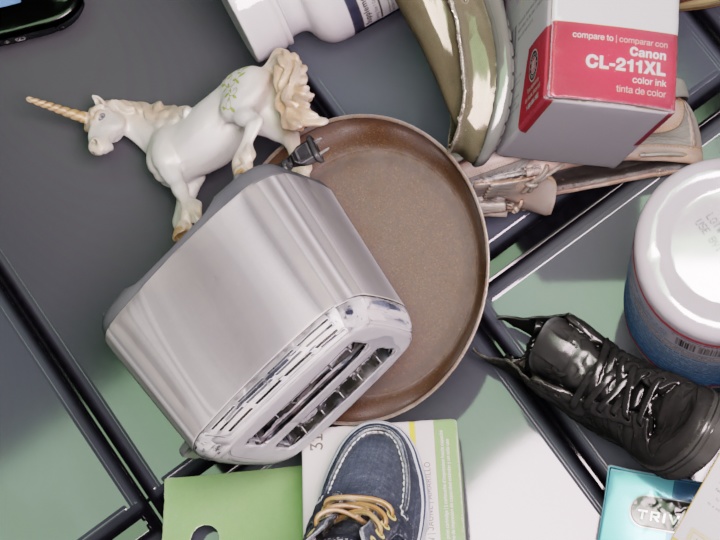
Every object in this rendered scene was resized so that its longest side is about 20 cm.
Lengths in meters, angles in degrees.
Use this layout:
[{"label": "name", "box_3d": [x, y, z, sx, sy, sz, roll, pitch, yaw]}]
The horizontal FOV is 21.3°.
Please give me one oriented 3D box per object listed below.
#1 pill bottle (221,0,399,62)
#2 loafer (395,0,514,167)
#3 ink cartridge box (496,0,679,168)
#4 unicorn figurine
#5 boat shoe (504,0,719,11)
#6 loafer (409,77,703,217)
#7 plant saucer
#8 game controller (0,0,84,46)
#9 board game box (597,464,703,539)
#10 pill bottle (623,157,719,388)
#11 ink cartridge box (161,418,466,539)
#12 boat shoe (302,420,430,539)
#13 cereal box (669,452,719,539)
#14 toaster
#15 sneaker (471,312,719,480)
[{"label": "pill bottle", "box_3d": [-0.002, -0.224, 1.298, 0.199, 0.111, 0.112, -28, 75, -2]}, {"label": "loafer", "box_3d": [0.054, -0.164, 1.212, 0.069, 0.075, 0.202, -4, 80, -8]}, {"label": "ink cartridge box", "box_3d": [0.141, -0.180, 1.183, 0.082, 0.146, 0.202, 5, 80, -6]}, {"label": "unicorn figurine", "box_3d": [-0.111, -0.084, 1.284, 0.198, 0.074, 0.138, -23, 58, 11]}, {"label": "boat shoe", "box_3d": [0.171, -0.202, 1.299, 0.198, 0.068, 0.073, -15, 75, 1]}, {"label": "loafer", "box_3d": [0.132, -0.068, 1.271, 0.198, 0.072, 0.063, -20, 81, -3]}, {"label": "plant saucer", "box_3d": [0.000, 0.000, 1.251, 0.198, 0.032, 0.203, -3, 84, 28]}, {"label": "game controller", "box_3d": [-0.294, -0.199, 1.355, 0.198, 0.042, 0.105, -13, 75, 1]}, {"label": "board game box", "box_3d": [0.213, 0.235, 1.187, 0.149, 0.047, 0.202, 8, 76, 15]}, {"label": "pill bottle", "box_3d": [0.216, 0.011, 1.172, 0.107, 0.200, 0.110, -1, 75, 4]}, {"label": "ink cartridge box", "box_3d": [-0.032, 0.172, 1.208, 0.198, 0.048, 0.147, -4, 51, 3]}, {"label": "boat shoe", "box_3d": [-0.002, 0.158, 1.125, 0.070, 0.091, 0.202, 3, 52, 10]}, {"label": "cereal box", "box_3d": [0.268, 0.141, 1.094, 0.143, 0.039, 0.201, 34, 121, 16]}, {"label": "toaster", "box_3d": [-0.056, 0.029, 1.197, 0.200, 0.113, 0.130, -43, 66, 16]}, {"label": "sneaker", "box_3d": [0.147, 0.071, 1.185, 0.104, 0.200, 0.060, 34, 85, -13]}]
